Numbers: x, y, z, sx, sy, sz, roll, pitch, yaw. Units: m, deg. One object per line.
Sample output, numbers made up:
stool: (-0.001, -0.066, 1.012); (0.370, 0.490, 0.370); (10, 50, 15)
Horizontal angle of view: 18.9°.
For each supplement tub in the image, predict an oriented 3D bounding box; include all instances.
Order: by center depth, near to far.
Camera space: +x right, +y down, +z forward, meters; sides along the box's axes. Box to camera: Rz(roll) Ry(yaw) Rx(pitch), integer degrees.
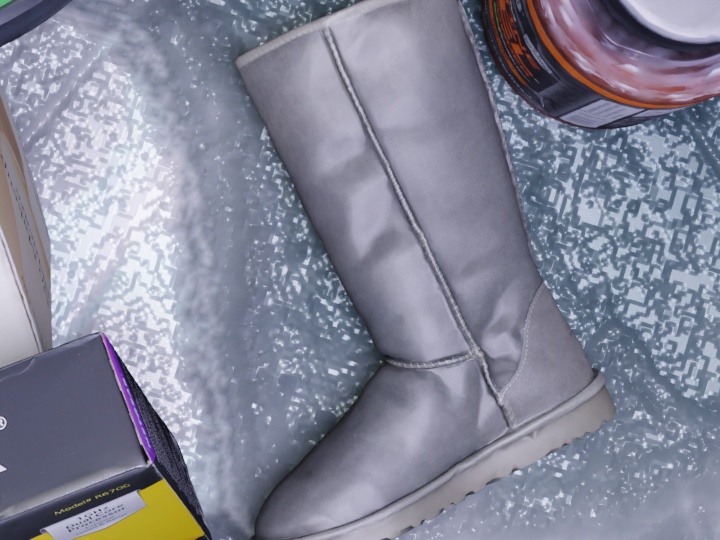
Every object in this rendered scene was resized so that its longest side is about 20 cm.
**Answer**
supplement tub: (0.108, -0.113, 0.831); (0.106, 0.200, 0.108); (0, 89, -4)

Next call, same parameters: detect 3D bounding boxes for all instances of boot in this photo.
boot: (-0.002, 0.000, 0.888); (0.181, 0.073, 0.201); (-28, 99, -17)

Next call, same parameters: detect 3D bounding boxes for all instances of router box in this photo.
router box: (-0.157, 0.095, 0.720); (0.199, 0.149, 0.051); (-22, 73, -3)

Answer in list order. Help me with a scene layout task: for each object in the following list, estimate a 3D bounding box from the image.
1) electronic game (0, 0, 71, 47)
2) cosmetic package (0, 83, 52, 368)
electronic game: (-0.186, -0.139, 0.835); (0.198, 0.042, 0.201); (-3, 46, 3)
cosmetic package: (-0.161, -0.018, 0.803); (0.071, 0.200, 0.106); (-17, 110, -3)
